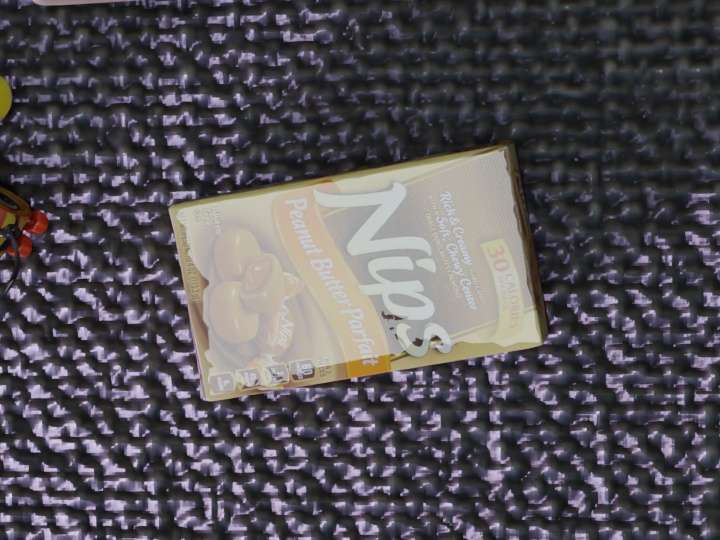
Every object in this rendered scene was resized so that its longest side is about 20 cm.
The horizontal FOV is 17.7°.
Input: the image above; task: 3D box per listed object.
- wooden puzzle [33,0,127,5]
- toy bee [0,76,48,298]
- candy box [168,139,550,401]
[{"bbox_3d":[-0.113,-0.250,1.263,0.037,0.185,0.201,8,104,48],"label":"wooden puzzle"},{"bbox_3d":[-0.241,-0.039,1.346,0.131,0.109,0.201,-32,66,20],"label":"toy bee"},{"bbox_3d":[0.000,0.000,1.321,0.199,0.055,0.116,-10,96,11],"label":"candy box"}]
